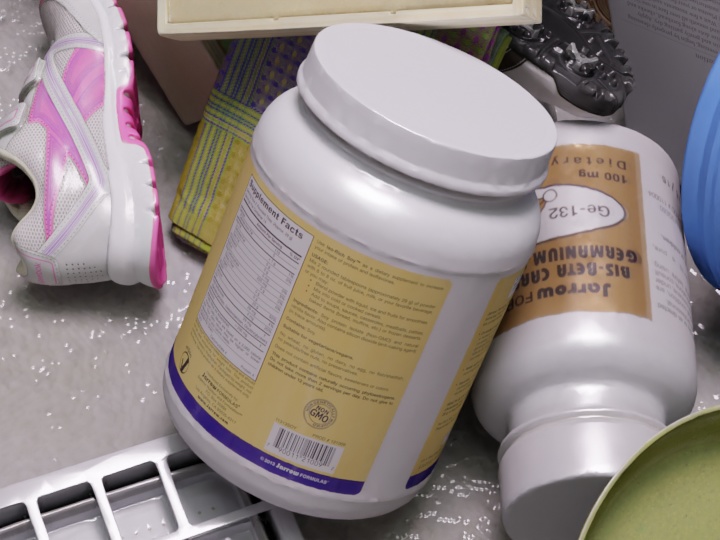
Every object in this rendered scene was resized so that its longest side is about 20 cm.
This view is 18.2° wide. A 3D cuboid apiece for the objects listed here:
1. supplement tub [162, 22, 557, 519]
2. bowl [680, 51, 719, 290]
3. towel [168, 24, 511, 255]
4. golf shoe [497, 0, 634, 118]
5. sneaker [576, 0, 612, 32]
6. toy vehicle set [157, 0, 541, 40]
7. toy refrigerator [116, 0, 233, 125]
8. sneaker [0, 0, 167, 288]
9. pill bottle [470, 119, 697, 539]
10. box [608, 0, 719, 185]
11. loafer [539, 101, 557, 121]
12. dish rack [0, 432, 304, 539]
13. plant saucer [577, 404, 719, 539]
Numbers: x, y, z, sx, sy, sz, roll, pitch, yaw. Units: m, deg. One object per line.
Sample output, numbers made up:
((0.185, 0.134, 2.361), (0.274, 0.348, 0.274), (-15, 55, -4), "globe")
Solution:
((0.000, 0.000, 1.072), (0.144, 0.201, 0.146), (19, 25, -9), "supplement tub")
((0.237, -0.070, 1.167), (0.039, 0.202, 0.200), (26, 55, 39), "bowl")
((-0.015, -0.070, 1.159), (0.143, 0.201, 0.023), (30, 25, 19), "towel")
((0.053, -0.116, 1.184), (0.199, 0.095, 0.077), (33, 31, 27), "golf shoe")
((0.147, -0.216, 1.329), (0.199, 0.070, 0.108), (37, 61, 20), "sneaker")
((-0.008, -0.181, 1.107), (0.198, 0.026, 0.126), (0, 89, 24), "toy vehicle set")
((-0.106, -0.188, 1.222), (0.076, 0.070, 0.201), (-38, 104, -31), "toy refrigerator")
((-0.159, -0.075, 1.203), (0.087, 0.082, 0.201), (-9, 53, -7), "sneaker")
((0.111, 0.035, 1.130), (0.113, 0.115, 0.201), (2, 56, -3), "pill bottle")
((0.207, -0.150, 1.199), (0.097, 0.201, 0.124), (29, 57, 38), "box")
((0.044, -0.147, 1.259), (0.201, 0.070, 0.070), (61, 30, 7), "loafer")
((-0.097, 0.182, 1.059), (0.170, 0.044, 0.201), (-16, 59, -16), "dish rack")
((0.171, 0.161, 1.046), (0.198, 0.031, 0.202), (0, 90, -26), "plant saucer")
